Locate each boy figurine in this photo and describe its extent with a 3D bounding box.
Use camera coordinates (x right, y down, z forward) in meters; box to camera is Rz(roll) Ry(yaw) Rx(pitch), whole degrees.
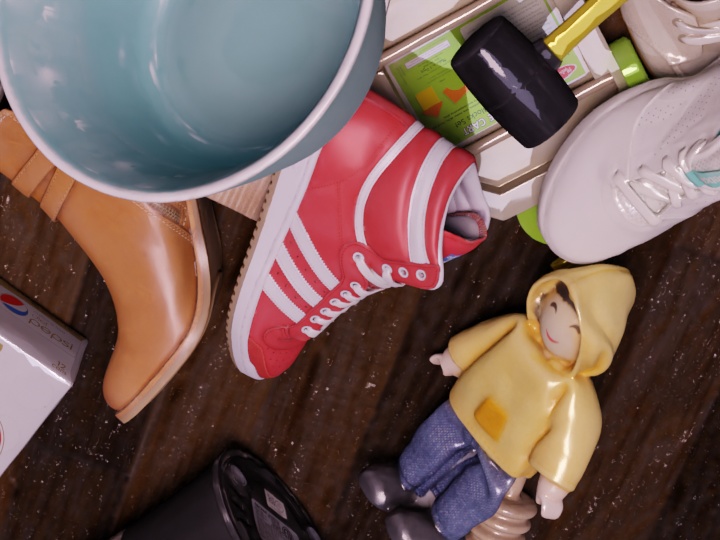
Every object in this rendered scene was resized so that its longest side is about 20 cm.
[{"bbox_3d":[0.086,0.078,0.994,0.064,0.125,0.200,6,133,-44],"label":"boy figurine"}]

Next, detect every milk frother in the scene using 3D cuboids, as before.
[{"bbox_3d":[-0.098,0.242,1.018,0.188,0.200,0.181,-36,111,14],"label":"milk frother"}]

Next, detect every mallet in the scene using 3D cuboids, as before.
[{"bbox_3d":[0.128,-0.152,0.895,0.066,0.041,0.200,38,109,-10],"label":"mallet"}]

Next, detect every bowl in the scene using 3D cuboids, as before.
[{"bbox_3d":[-0.066,-0.125,0.864,0.199,0.105,0.202,-3,81,22],"label":"bowl"}]

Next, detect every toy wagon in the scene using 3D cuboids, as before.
[{"bbox_3d":[0.077,-0.088,0.968,0.154,0.040,0.201,-27,110,11],"label":"toy wagon"}]

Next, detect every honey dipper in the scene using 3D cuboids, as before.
[{"bbox_3d":[0.106,0.085,1.041,0.038,0.038,0.201,18,108,-6],"label":"honey dipper"}]

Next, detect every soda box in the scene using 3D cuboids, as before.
[{"bbox_3d":[-0.243,0.105,1.037,0.068,0.064,0.200,35,109,-13],"label":"soda box"}]

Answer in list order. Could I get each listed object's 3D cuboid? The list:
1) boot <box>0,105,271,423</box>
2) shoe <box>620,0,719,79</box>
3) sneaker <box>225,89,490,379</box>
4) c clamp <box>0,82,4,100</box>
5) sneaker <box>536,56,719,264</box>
[{"bbox_3d":[-0.142,-0.028,0.982,0.154,0.074,0.201,25,104,-6],"label":"boot"},{"bbox_3d":[0.163,-0.162,0.929,0.070,0.053,0.201,-22,110,9],"label":"shoe"},{"bbox_3d":[0.000,0.000,0.957,0.112,0.071,0.201,27,129,11],"label":"sneaker"},{"bbox_3d":[-0.288,-0.090,0.922,0.199,0.172,0.027,12,149,-5],"label":"c clamp"},{"bbox_3d":[0.173,-0.060,0.907,0.200,0.089,0.075,-36,111,21],"label":"sneaker"}]
